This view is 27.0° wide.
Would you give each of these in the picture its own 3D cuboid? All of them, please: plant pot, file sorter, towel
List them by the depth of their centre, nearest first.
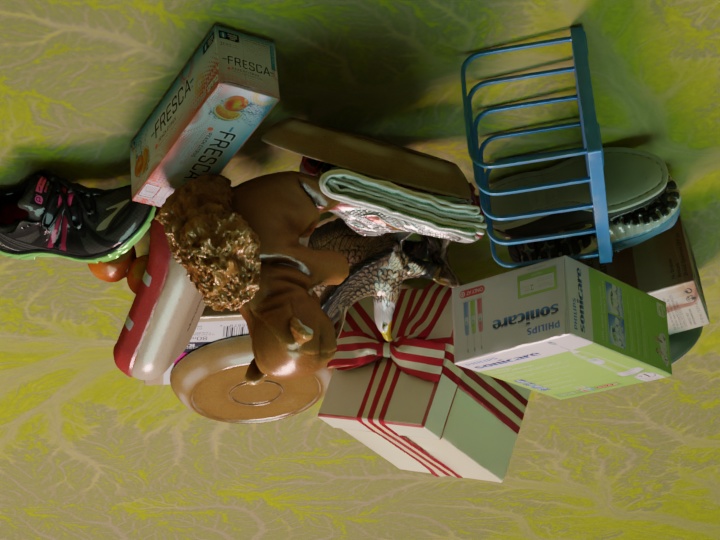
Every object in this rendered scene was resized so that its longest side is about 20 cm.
[{"bbox_3d":[0.037,-0.069,1.344,0.147,0.031,0.200,18,-173,-1],"label":"towel"},{"bbox_3d":[0.008,-0.105,1.362,0.197,0.028,0.200,15,-173,-2],"label":"plant pot"},{"bbox_3d":[0.170,-0.109,1.439,0.121,0.140,0.201,-8,150,8],"label":"file sorter"},{"bbox_3d":[-0.122,0.133,1.745,0.197,0.028,0.201,-6,150,-4],"label":"plant pot"}]

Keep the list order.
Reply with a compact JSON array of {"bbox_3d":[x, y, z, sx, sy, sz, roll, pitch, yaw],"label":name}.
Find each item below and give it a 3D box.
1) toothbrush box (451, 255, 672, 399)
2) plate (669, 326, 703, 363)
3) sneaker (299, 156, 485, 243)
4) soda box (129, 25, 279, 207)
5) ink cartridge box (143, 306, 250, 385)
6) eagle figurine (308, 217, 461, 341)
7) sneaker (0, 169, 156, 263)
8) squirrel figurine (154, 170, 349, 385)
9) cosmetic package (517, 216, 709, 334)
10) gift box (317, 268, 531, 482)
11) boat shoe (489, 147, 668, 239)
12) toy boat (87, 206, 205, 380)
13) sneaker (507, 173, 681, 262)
[{"bbox_3d":[0.210,0.064,1.553,0.145,0.087,0.199,-17,156,38],"label":"toothbrush box"},{"bbox_3d":[0.304,0.079,1.767,0.198,0.201,0.026,-17,111,17],"label":"plate"},{"bbox_3d":[0.031,-0.073,1.503,0.198,0.078,0.083,20,139,-4],"label":"sneaker"},{"bbox_3d":[-0.148,-0.136,1.392,0.063,0.069,0.200,12,145,-29],"label":"soda box"},{"bbox_3d":[-0.152,0.061,1.716,0.197,0.076,0.165,-3,148,-9],"label":"ink cartridge box"},{"bbox_3d":[0.001,0.008,1.581,0.197,0.153,0.152,-10,161,-10],"label":"eagle figurine"},{"bbox_3d":[-0.293,-0.055,1.476,0.197,0.078,0.084,-7,146,16],"label":"sneaker"},{"bbox_3d":[-0.101,0.009,1.393,0.199,0.189,0.141,21,137,-41],"label":"squirrel figurine"},{"bbox_3d":[0.287,0.026,1.713,0.198,0.104,0.088,-18,137,15],"label":"cosmetic package"},{"bbox_3d":[0.072,0.110,1.686,0.183,0.202,0.186,-5,150,40],"label":"gift box"},{"bbox_3d":[0.228,-0.077,1.572,0.199,0.073,0.061,-10,154,20],"label":"boat shoe"},{"bbox_3d":[-0.220,0.002,1.537,0.130,0.131,0.202,26,112,4],"label":"toy boat"},{"bbox_3d":[0.258,-0.040,1.633,0.198,0.079,0.090,-15,154,17],"label":"sneaker"}]
